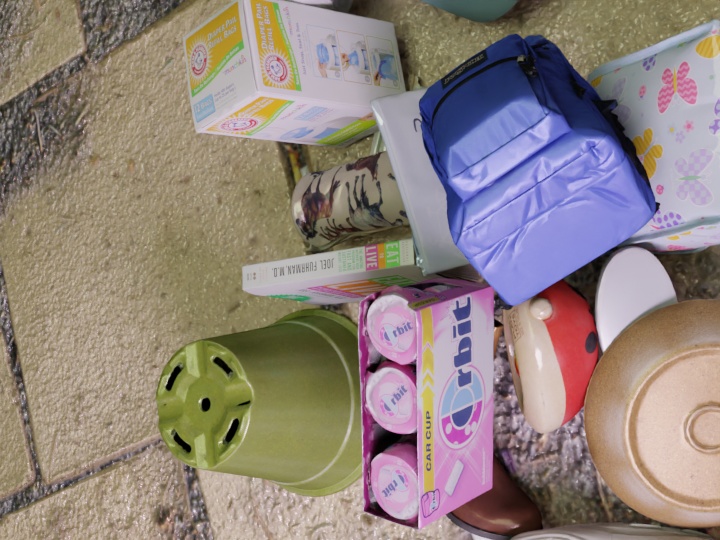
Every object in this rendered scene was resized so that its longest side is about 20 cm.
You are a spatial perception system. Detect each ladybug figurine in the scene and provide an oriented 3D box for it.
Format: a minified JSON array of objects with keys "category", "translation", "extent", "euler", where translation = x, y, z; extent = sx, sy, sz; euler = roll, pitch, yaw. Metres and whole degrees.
[{"category":"ladybug figurine","translation":[0.168,0.069,1.064],"extent":[0.071,0.200,0.137],"euler":[-11,68,3]}]

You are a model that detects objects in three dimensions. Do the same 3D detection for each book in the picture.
[{"category":"book","translation":[0.000,0.000,1.201],"extent":[0.198,0.133,0.049],"euler":[-9,79,33]}]

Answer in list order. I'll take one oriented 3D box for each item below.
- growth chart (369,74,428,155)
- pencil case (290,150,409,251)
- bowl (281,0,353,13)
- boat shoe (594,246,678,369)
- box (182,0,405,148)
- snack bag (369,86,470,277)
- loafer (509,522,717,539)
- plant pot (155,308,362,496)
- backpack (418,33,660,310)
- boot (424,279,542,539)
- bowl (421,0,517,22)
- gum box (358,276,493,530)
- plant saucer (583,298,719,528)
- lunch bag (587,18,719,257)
[{"category":"growth chart","translation":[0.087,-0.119,1.224],"extent":[0.199,0.018,0.146],"euler":[23,99,33]},{"category":"pencil case","translation":[0.024,-0.073,1.207],"extent":[0.199,0.078,0.090],"euler":[-12,69,33]},{"category":"bowl","translation":[-0.034,-0.340,1.231],"extent":[0.074,0.200,0.201],"euler":[22,93,6]},{"category":"boat shoe","translation":[0.243,0.074,1.046],"extent":[0.071,0.066,0.202],"euler":[-18,102,1]},{"category":"box","translation":[-0.064,-0.195,1.209],"extent":[0.112,0.199,0.102],"euler":[-21,74,45]},{"category":"snack bag","translation":[0.120,-0.103,1.124],"extent":[0.198,0.021,0.190],"euler":[-13,74,-14]},{"category":"loafer","translation":[0.227,0.256,1.059],"extent":[0.198,0.070,0.071],"euler":[1,100,24]},{"category":"plant pot","translation":[-0.101,0.135,1.222],"extent":[0.198,0.189,0.202],"euler":[-3,84,32]},{"category":"backpack","translation":[0.134,-0.108,0.993],"extent":[0.162,0.168,0.201],"euler":[-28,33,14]},{"category":"boot","translation":[0.112,0.131,1.123],"extent":[0.188,0.068,0.202],"euler":[39,129,42]},{"category":"bowl","translation":[0.076,-0.338,1.147],"extent":[0.200,0.104,0.203],"euler":[27,121,58]},{"category":"gum box","translation":[0.059,0.106,1.046],"extent":[0.066,0.113,0.202],"euler":[8,105,38]},{"category":"plant saucer","translation":[0.286,0.126,0.999],"extent":[0.198,0.035,0.202],"euler":[1,102,4]},{"category":"lunch bag","translation":[0.276,-0.104,1.035],"extent":[0.199,0.126,0.171],"euler":[-14,76,58]}]
